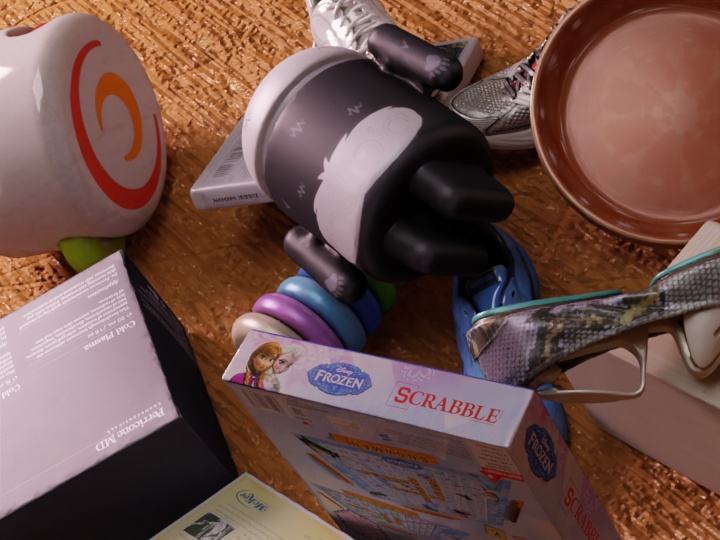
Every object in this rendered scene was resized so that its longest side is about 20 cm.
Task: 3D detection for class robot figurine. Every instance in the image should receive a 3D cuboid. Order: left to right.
[{"bbox_3d":[0.010,-0.070,1.231,0.150,0.125,0.200,-42,52,-14],"label":"robot figurine"}]

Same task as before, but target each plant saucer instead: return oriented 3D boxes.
[{"bbox_3d":[0.217,-0.111,1.265,0.200,0.032,0.201,-2,76,7],"label":"plant saucer"}]

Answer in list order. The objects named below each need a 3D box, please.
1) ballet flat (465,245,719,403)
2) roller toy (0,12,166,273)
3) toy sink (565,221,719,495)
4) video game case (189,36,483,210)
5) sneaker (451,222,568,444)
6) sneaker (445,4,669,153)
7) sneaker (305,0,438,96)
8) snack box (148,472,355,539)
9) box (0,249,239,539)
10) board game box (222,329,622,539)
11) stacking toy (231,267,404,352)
[{"bbox_3d":[0.162,0.034,1.020,0.200,0.072,0.072,-16,46,1],"label":"ballet flat"},{"bbox_3d":[-0.254,-0.107,1.465,0.140,0.183,0.200,-11,49,22],"label":"roller toy"},{"bbox_3d":[0.228,0.059,1.096,0.200,0.130,0.112,27,69,43],"label":"toy sink"},{"bbox_3d":[-0.015,-0.114,1.412,0.182,0.023,0.200,-6,31,25],"label":"video game case"},{"bbox_3d":[0.091,0.052,1.216,0.066,0.078,0.200,-16,48,13],"label":"sneaker"},{"bbox_3d":[0.151,-0.155,1.347,0.200,0.082,0.078,-25,44,2],"label":"sneaker"},{"bbox_3d":[0.000,-0.173,1.400,0.075,0.081,0.200,-23,30,-11],"label":"sneaker"},{"bbox_3d":[-0.057,0.205,1.156,0.116,0.037,0.200,-33,34,-26],"label":"snack box"},{"bbox_3d":[-0.210,0.118,1.303,0.200,0.104,0.182,-29,43,4],"label":"box"},{"bbox_3d":[0.044,0.122,1.092,0.200,0.200,0.041,11,59,34],"label":"board game box"},{"bbox_3d":[0.000,0.000,1.311,0.085,0.085,0.200,22,62,40],"label":"stacking toy"}]
